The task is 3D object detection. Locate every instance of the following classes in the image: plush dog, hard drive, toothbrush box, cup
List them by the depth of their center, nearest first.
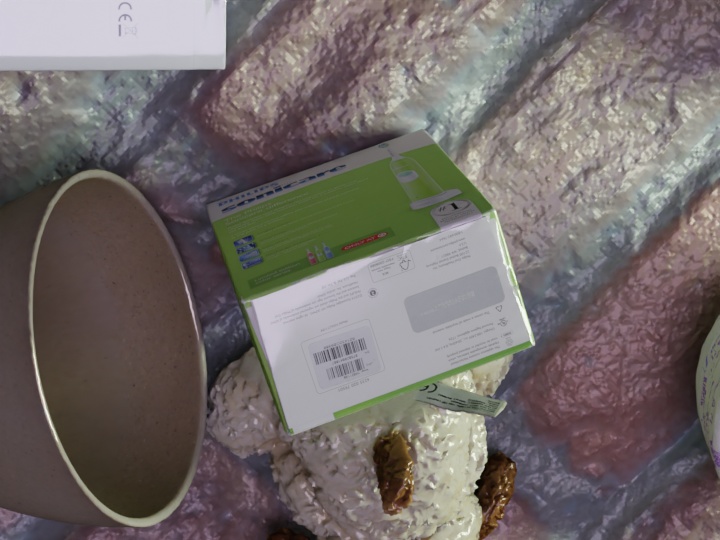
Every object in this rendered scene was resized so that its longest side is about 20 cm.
[{"bbox_3d":[0.000,0.000,1.156,0.145,0.200,0.087,-20,110,-4],"label":"toothbrush box"},{"bbox_3d":[-0.195,0.053,1.158,0.142,0.200,0.202,-9,110,21],"label":"cup"},{"bbox_3d":[-0.177,-0.182,1.162,0.198,0.025,0.133,-1,106,-10],"label":"hard drive"},{"bbox_3d":[0.021,0.133,1.242,0.199,0.161,0.172,-17,132,-5],"label":"plush dog"}]

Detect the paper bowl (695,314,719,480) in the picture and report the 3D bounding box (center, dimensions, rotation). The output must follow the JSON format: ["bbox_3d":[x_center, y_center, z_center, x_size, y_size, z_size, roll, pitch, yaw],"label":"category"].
[{"bbox_3d":[0.311,0.073,1.274,0.199,0.105,0.202,-2,117,-3],"label":"paper bowl"}]
